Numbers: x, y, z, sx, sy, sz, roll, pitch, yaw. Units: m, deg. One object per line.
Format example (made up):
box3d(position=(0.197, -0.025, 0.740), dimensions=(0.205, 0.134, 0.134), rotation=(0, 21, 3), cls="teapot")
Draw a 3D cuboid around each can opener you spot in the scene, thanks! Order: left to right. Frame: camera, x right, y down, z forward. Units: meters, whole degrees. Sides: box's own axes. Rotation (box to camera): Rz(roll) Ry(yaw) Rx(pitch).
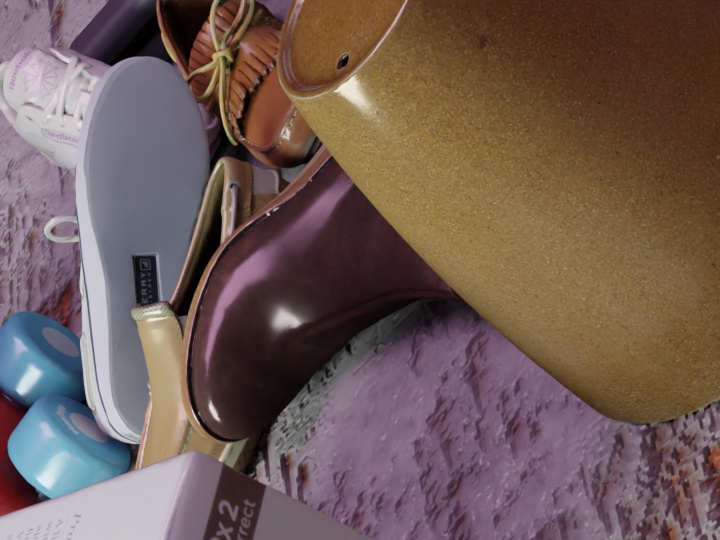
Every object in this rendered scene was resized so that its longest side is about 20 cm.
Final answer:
box3d(position=(-0.097, -0.168, 1.688), dimensions=(0.200, 0.053, 0.067), rotation=(-40, 35, 33), cls="can opener")

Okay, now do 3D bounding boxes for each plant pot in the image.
box3d(position=(0.072, -0.065, 1.173), dimensions=(0.186, 0.200, 0.187), rotation=(-39, 34, 33), cls="plant pot")

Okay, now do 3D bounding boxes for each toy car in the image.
box3d(position=(-0.261, 0.100, 1.555), dimensions=(0.184, 0.200, 0.177), rotation=(-52, 30, 15), cls="toy car")

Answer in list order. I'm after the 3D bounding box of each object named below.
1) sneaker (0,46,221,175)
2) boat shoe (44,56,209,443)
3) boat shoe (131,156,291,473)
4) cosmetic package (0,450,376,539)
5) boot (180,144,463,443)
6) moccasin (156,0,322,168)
box3d(position=(-0.150, -0.081, 1.647), dimensions=(0.200, 0.100, 0.075), rotation=(13, 74, 59), cls="sneaker")
box3d(position=(-0.123, -0.008, 1.535), dimensions=(0.086, 0.075, 0.202), rotation=(-14, 80, 63), cls="boat shoe")
box3d(position=(-0.084, 0.038, 1.457), dimensions=(0.072, 0.076, 0.200), rotation=(-12, 55, 54), cls="boat shoe")
box3d(position=(-0.079, 0.195, 1.214), dimensions=(0.200, 0.165, 0.165), rotation=(-20, 49, 51), cls="cosmetic package")
box3d(position=(0.000, 0.000, 1.359), dimensions=(0.200, 0.072, 0.166), rotation=(-61, 26, -8), cls="boot")
box3d(position=(-0.062, -0.112, 1.553), dimensions=(0.074, 0.078, 0.201), rotation=(-56, 28, 15), cls="moccasin")
